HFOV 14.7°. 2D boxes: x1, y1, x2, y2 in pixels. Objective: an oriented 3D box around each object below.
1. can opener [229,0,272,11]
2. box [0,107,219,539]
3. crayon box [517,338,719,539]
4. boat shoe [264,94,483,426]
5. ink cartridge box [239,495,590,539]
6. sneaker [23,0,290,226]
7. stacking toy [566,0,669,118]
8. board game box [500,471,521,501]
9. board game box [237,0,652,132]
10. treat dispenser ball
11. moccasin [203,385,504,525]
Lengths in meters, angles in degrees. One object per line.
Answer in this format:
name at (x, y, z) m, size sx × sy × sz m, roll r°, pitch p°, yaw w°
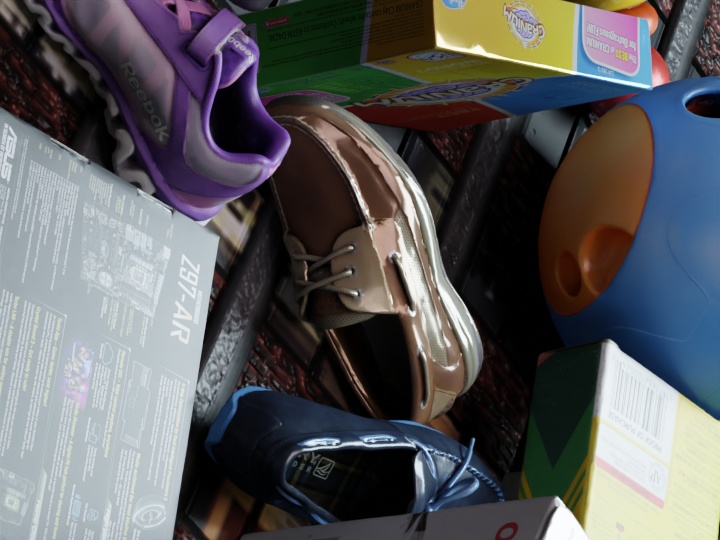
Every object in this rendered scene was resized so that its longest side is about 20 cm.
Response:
can opener at (-0.097, -0.213, 1.372) m, size 0.053 × 0.067 × 0.200 m, roll -9°, pitch 55°, yaw -52°
box at (-0.145, 0.047, 1.295) m, size 0.160 × 0.043 × 0.201 m, roll 30°, pitch 59°, yaw -45°
crayon box at (0.139, 0.156, 1.528) m, size 0.127 × 0.051 × 0.201 m, roll 35°, pitch 55°, yaw -40°
boat shoe at (0.000, 0.000, 1.470) m, size 0.201 × 0.075 × 0.072 m, roll 59°, pitch 44°, yaw -22°
ink cartridge box at (0.013, 0.195, 1.334) m, size 0.084 × 0.199 × 0.145 m, roll 52°, pitch 45°, yaw -30°
sneaker at (-0.096, -0.115, 1.362) m, size 0.080 × 0.088 × 0.201 m, roll -44°, pitch 115°, yaw -46°
stacking toy at (0.145, -0.186, 1.707) m, size 0.085 × 0.085 × 0.201 m, roll -24°, pitch 107°, yaw -52°
board game box at (0.113, 0.232, 1.568) m, size 0.148 × 0.064 × 0.201 m, roll 50°, pitch 45°, yaw -32°
board game box at (0.039, -0.113, 1.481) m, size 0.200 × 0.152 × 0.041 m, roll 5°, pitch 79°, yaw -51°
treat dispenser ball at (0.202, -0.012, 1.628) m, size 0.200 × 0.200 × 0.202 m, roll 16°, pitch 69°, yaw -49°
moccasin at (0.005, 0.117, 1.439) m, size 0.199 × 0.068 × 0.081 m, roll 14°, pitch 103°, yaw -42°
